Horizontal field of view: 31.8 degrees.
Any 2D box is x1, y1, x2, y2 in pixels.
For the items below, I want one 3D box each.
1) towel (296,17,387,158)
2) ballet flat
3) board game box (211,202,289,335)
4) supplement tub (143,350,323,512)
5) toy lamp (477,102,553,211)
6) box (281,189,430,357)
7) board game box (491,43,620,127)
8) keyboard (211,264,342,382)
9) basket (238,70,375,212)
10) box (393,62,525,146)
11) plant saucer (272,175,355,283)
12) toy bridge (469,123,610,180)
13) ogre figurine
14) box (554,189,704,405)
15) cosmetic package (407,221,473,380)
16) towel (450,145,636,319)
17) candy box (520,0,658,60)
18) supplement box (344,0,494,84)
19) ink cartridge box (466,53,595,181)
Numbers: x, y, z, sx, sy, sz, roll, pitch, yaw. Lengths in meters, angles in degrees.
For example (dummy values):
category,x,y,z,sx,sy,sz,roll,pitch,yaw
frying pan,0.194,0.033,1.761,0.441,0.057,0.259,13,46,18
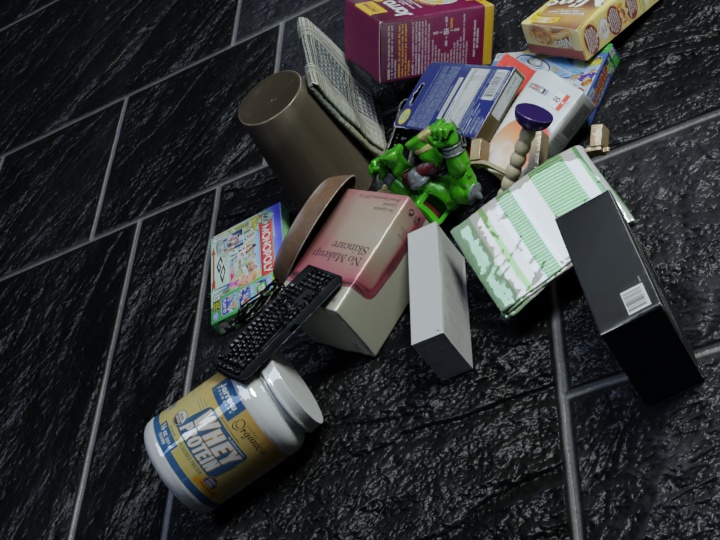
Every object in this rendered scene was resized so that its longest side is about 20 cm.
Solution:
category,x,y,z,sx,sy,sz,roll,pitch,yaw
towel,-0.022,-0.281,1.958,0.034,0.200,0.193,-33,38,18
ballet flat,0.053,-0.174,1.904,0.066,0.057,0.200,-9,47,29
board game box,-0.168,-0.005,1.942,0.134,0.029,0.200,-27,40,17
supplement tub,-0.163,0.204,1.636,0.200,0.145,0.145,-36,38,5
toy lamp,0.196,-0.117,1.647,0.058,0.200,0.058,11,32,-7
box,0.000,0.000,1.734,0.128,0.109,0.200,10,59,44
board game box,0.264,-0.264,1.840,0.200,0.034,0.136,2,54,40
keyboard,-0.121,0.056,1.628,0.104,0.040,0.200,14,50,45
basket,-0.085,-0.194,1.922,0.136,0.200,0.181,-12,46,31
box,0.141,-0.244,1.840,0.200,0.032,0.121,18,76,53
plant saucer,-0.071,-0.056,1.798,0.034,0.200,0.200,31,69,6
toy bridge,0.237,-0.151,1.677,0.200,0.027,0.067,-3,71,34
ogre figurine,0.094,-0.129,1.749,0.200,0.120,0.098,-28,11,38
box,0.303,0.029,1.432,0.079,0.141,0.200,-30,39,16
cosmetic package,0.101,0.037,1.637,0.051,0.083,0.200,-22,41,21
towel,0.226,-0.052,1.575,0.200,0.023,0.153,-37,56,13
candy box,0.345,-0.386,1.846,0.200,0.055,0.115,-39,34,-23
supplement box,0.090,-0.371,1.964,0.199,0.103,0.131,-14,33,-22
ink cartridge box,0.211,-0.217,1.778,0.162,0.050,0.200,-53,49,5
